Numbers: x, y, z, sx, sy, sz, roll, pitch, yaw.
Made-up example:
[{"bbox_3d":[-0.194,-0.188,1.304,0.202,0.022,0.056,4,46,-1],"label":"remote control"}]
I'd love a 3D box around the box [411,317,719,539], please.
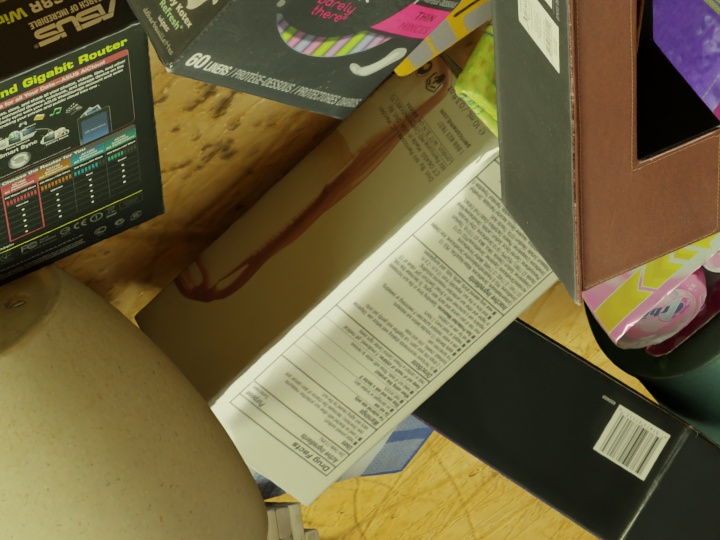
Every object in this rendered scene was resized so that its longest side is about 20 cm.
[{"bbox_3d":[0.111,0.086,1.513,0.141,0.200,0.079,28,94,-53],"label":"box"}]

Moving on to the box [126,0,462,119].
[{"bbox_3d":[0.002,-0.168,1.084,0.200,0.106,0.122,-45,151,24],"label":"box"}]

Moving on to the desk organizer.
[{"bbox_3d":[0.105,-0.088,1.195,0.077,0.072,0.201,-23,140,-14],"label":"desk organizer"}]

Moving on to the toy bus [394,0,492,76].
[{"bbox_3d":[0.042,-0.149,1.211,0.200,0.065,0.078,-34,156,4],"label":"toy bus"}]

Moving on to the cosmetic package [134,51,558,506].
[{"bbox_3d":[0.004,0.002,1.360,0.200,0.087,0.103,-42,134,7],"label":"cosmetic package"}]

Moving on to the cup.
[{"bbox_3d":[-0.155,0.079,1.232,0.200,0.200,0.144,-26,120,-13],"label":"cup"}]

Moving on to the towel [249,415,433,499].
[{"bbox_3d":[-0.015,0.075,1.588,0.199,0.024,0.147,-6,142,-46],"label":"towel"}]

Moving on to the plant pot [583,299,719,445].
[{"bbox_3d":[0.230,0.018,1.581,0.188,0.201,0.200,19,125,-43],"label":"plant pot"}]

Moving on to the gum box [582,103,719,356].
[{"bbox_3d":[0.177,-0.058,1.460,0.200,0.114,0.066,-43,152,22],"label":"gum box"}]

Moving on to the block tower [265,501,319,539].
[{"bbox_3d":[-0.112,0.170,1.551,0.058,0.054,0.199,-5,-175,45],"label":"block tower"}]

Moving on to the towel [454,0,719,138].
[{"bbox_3d":[0.138,-0.126,1.290,0.200,0.023,0.144,-52,131,-3],"label":"towel"}]

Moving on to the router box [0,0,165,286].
[{"bbox_3d":[-0.181,-0.045,1.148,0.199,0.062,0.150,-25,154,-15],"label":"router box"}]
